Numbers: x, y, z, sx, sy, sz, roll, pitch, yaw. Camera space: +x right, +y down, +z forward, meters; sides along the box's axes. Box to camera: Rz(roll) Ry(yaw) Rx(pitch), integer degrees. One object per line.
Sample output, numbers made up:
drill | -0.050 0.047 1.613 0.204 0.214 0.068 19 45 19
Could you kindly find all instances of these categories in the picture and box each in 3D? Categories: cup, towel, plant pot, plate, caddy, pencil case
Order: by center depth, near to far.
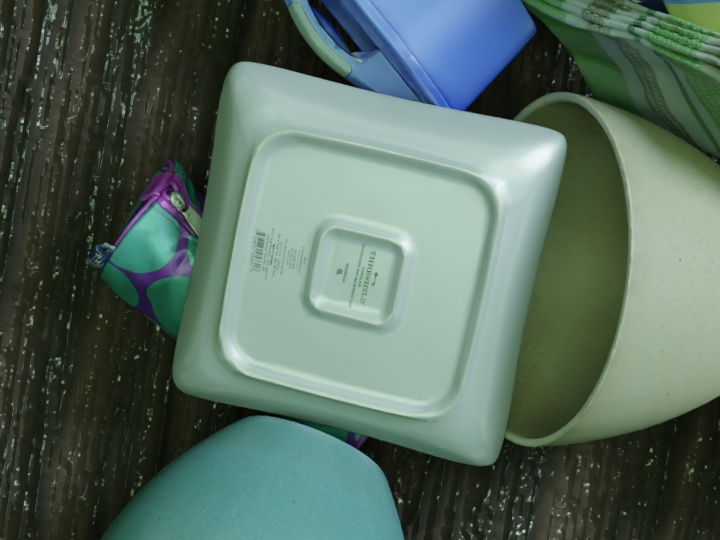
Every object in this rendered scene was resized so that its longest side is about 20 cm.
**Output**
towel | 0.185 -0.093 1.098 0.200 0.149 0.031 29 79 44
plate | 0.000 0.000 1.109 0.199 0.032 0.201 13 104 6
cup | 0.164 0.006 1.142 0.142 0.200 0.202 6 92 -24
plant pot | -0.051 0.165 1.151 0.199 0.200 0.135 22 71 1
caddy | 0.011 -0.164 1.153 0.105 0.141 0.200 -39 89 -2
pencil case | -0.062 0.024 1.185 0.200 0.092 0.085 37 58 -1

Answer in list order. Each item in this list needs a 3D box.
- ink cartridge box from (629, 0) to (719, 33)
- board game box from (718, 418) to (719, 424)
ink cartridge box | 0.211 -0.147 1.049 0.199 0.198 0.047 -3 64 24
board game box | 0.328 0.074 1.137 0.199 0.046 0.152 27 104 -27
